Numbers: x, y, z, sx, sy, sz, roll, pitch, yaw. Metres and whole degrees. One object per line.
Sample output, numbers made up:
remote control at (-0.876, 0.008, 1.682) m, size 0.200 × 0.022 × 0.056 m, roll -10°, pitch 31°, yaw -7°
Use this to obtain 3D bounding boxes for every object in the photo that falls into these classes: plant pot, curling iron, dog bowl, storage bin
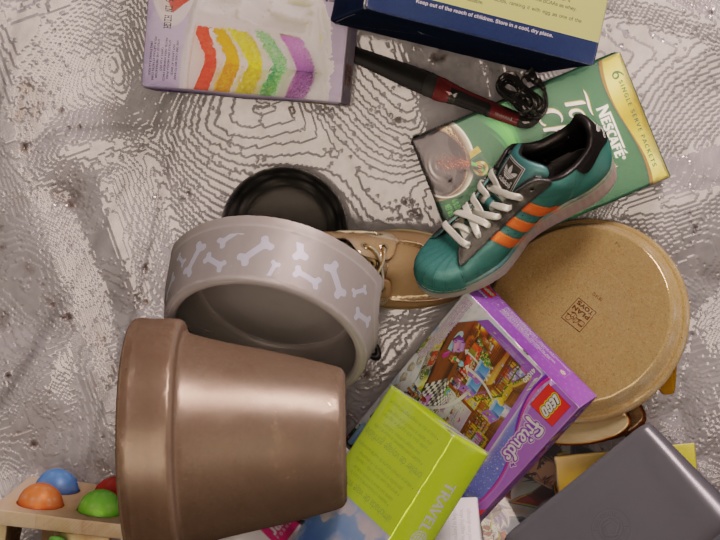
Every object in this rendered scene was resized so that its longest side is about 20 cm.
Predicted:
plant pot at (-0.098, 0.137, 1.290) m, size 0.174 × 0.200 × 0.201 m, roll -1°, pitch 95°, yaw -1°
curling iron at (0.073, -0.166, 1.388) m, size 0.200 × 0.026 × 0.050 m, roll 16°, pitch 77°, yaw 22°
dog bowl at (-0.076, 0.039, 1.358) m, size 0.200 × 0.200 × 0.059 m, roll 10°, pitch 53°, yaw 3°
storage bin at (0.225, 0.230, 1.314) m, size 0.200 × 0.146 × 0.134 m, roll -39°, pitch 65°, yaw 6°

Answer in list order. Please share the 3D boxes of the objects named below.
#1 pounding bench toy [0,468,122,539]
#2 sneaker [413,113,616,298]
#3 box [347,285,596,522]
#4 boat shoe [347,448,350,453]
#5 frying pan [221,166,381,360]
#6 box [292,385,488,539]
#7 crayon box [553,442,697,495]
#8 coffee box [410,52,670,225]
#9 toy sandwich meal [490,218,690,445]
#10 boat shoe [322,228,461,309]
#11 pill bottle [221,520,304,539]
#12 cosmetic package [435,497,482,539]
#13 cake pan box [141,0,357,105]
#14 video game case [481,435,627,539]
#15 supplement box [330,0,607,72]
pounding bench toy at (-0.258, 0.266, 1.384) m, size 0.124 × 0.200 × 0.156 m, roll 6°, pitch 96°, yaw 4°
sneaker at (0.121, -0.059, 1.324) m, size 0.200 × 0.080 × 0.071 m, roll -37°, pitch 50°, yaw -7°
box at (0.090, 0.128, 1.374) m, size 0.137 × 0.039 × 0.200 m, roll 47°, pitch 122°, yaw 15°
boat shoe at (-0.047, 0.165, 1.409) m, size 0.200 × 0.066 × 0.072 m, roll 39°, pitch 118°, yaw -3°
frying pan at (-0.036, -0.016, 1.427) m, size 0.190 × 0.031 × 0.115 m, roll 31°, pitch 98°, yaw -2°
box at (0.010, 0.205, 1.309) m, size 0.048 × 0.122 × 0.200 m, roll 32°, pitch 90°, yaw -30°
crayon box at (0.239, 0.250, 1.397) m, size 0.127 × 0.051 × 0.201 m, roll -5°, pitch 95°, yaw 4°
coffee box at (0.157, -0.099, 1.400) m, size 0.200 × 0.044 × 0.123 m, roll -21°, pitch 93°, yaw 6°
toy sandwich meal at (0.197, 0.055, 1.396) m, size 0.205 × 0.070 × 0.206 m, roll -6°, pitch 69°, yaw 17°
boat shoe at (0.000, 0.000, 1.378) m, size 0.199 × 0.065 × 0.071 m, roll 3°, pitch 98°, yaw 6°
pill bottle at (-0.082, 0.269, 1.415) m, size 0.200 × 0.113 × 0.113 m, roll 43°, pitch 96°, yaw -1°
cosmetic package at (0.077, 0.300, 1.371) m, size 0.074 × 0.102 × 0.200 m, roll -4°, pitch 128°, yaw 3°
cake pan box at (-0.091, -0.249, 1.394) m, size 0.184 × 0.052 × 0.201 m, roll 7°, pitch 93°, yaw 6°
video game case at (0.186, 0.228, 1.437) m, size 0.200 × 0.026 × 0.181 m, roll -39°, pitch 91°, yaw 6°
supplement box at (0.101, -0.284, 1.312) m, size 0.199 × 0.134 × 0.200 m, roll 12°, pitch 92°, yaw -14°
